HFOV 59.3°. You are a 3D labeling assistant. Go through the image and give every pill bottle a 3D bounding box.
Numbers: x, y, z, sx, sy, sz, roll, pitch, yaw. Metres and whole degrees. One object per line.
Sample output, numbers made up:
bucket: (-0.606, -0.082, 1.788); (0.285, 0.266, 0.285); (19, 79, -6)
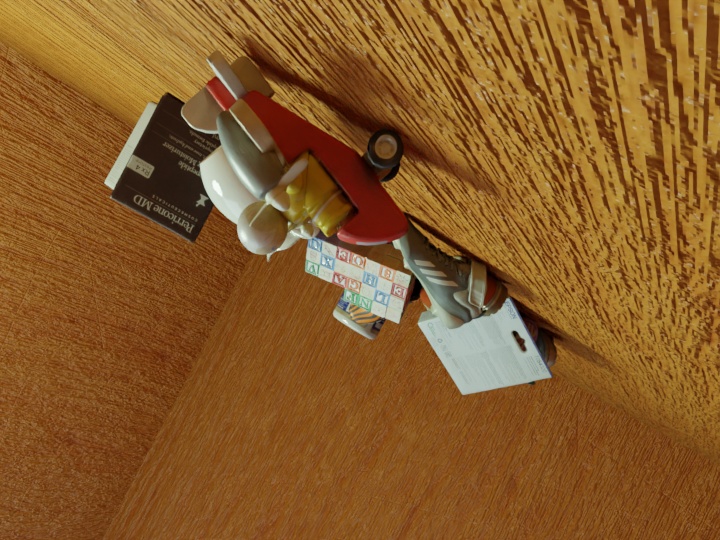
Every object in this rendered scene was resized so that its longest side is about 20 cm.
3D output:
pill bottle: (0.031, 0.040, 1.420); (0.114, 0.203, 0.116); (29, 178, 1)

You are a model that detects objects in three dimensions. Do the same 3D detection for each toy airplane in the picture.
toy airplane: (-0.072, -0.087, 0.542); (0.198, 0.144, 0.197); (31, 178, -44)

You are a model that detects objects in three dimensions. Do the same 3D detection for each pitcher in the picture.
pitcher: (-0.159, -0.124, 1.033); (0.170, 0.122, 0.202); (-14, 118, 51)

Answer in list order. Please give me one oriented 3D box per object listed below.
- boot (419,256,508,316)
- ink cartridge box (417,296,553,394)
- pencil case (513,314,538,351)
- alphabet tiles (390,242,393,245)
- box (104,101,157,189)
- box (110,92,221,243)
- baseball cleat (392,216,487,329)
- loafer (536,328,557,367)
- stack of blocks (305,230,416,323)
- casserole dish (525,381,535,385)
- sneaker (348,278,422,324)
boot: (0.141, 0.020, 1.034); (0.106, 0.076, 0.199); (33, 162, -20)
ink cartridge box: (0.237, 0.138, 1.196); (0.196, 0.044, 0.199); (-19, 116, 32)
pencil case: (0.275, 0.112, 1.304); (0.082, 0.088, 0.199); (15, -172, -32)
alphabet tiles: (0.146, -0.009, 1.192); (0.193, 0.015, 0.199); (29, 180, -34)
box: (-0.423, -0.228, 1.366); (0.105, 0.203, 0.151); (28, 179, 38)
box: (-0.334, -0.184, 1.160); (0.163, 0.204, 0.164); (29, 178, -20)
baseball cleat: (0.119, -0.010, 0.907); (0.202, 0.104, 0.070); (57, -159, -26)
loafer: (0.388, 0.161, 1.339); (0.061, 0.074, 0.200); (11, -175, -2)
stack of blocks: (0.000, 0.000, 1.138); (0.196, 0.059, 0.117); (22, 132, 11)
casserole dish: (0.281, 0.182, 1.323); (0.195, 0.040, 0.121); (22, -177, -4)
sneaker: (0.057, 0.045, 1.240); (0.079, 0.196, 0.112); (64, -170, 7)
